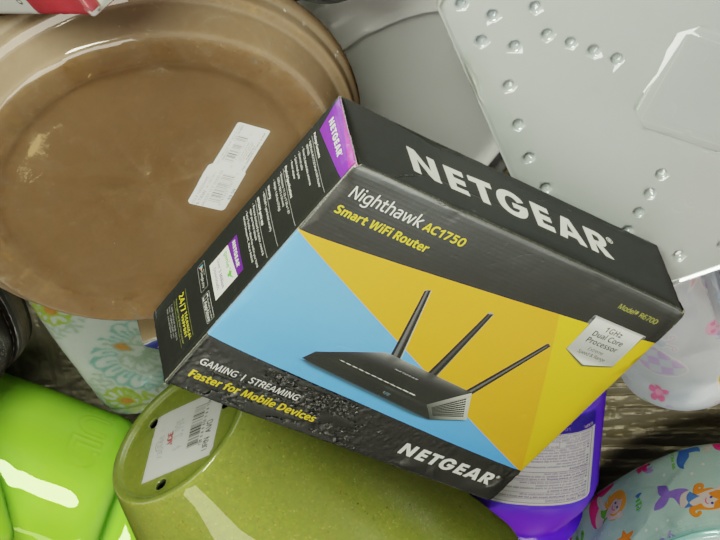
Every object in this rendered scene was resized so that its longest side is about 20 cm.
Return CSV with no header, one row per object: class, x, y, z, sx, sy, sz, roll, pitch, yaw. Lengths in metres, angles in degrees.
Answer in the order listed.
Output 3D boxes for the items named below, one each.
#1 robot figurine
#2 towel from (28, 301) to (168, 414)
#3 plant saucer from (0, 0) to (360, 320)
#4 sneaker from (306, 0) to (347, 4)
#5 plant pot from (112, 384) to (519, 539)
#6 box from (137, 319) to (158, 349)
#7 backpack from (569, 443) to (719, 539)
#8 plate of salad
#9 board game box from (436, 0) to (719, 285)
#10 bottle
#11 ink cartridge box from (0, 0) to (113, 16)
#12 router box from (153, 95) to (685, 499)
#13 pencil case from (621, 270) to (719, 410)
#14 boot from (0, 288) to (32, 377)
robot figurine,-0.204,0.121,1.294,0.198,0.117,0.175,20,171,-1
towel,-0.101,-0.004,1.217,0.170,0.048,0.201,-13,135,15
plant saucer,-0.094,-0.047,0.989,0.198,0.030,0.201,-9,136,-9
sneaker,-0.056,-0.190,0.998,0.200,0.115,0.076,38,116,10
plant pot,-0.038,0.148,1.237,0.186,0.188,0.200,-26,123,27
box,0.000,0.000,1.126,0.199,0.033,0.121,-19,164,20
backpack,0.226,0.201,1.365,0.199,0.151,0.177,36,129,-26
plate of salad,0.011,-0.086,1.102,0.199,0.048,0.201,-21,142,-17
board game box,0.158,-0.088,1.029,0.198,0.026,0.201,-20,126,11
bottle,0.101,0.109,1.320,0.083,0.066,0.201,2,138,5
ink cartridge box,-0.168,-0.181,0.906,0.199,0.083,0.147,9,141,56
router box,0.027,0.019,1.035,0.199,0.051,0.149,22,125,-33
pencil case,0.157,-0.015,1.169,0.090,0.084,0.201,9,144,27
boot,-0.245,0.028,1.147,0.069,0.175,0.201,-23,116,26
